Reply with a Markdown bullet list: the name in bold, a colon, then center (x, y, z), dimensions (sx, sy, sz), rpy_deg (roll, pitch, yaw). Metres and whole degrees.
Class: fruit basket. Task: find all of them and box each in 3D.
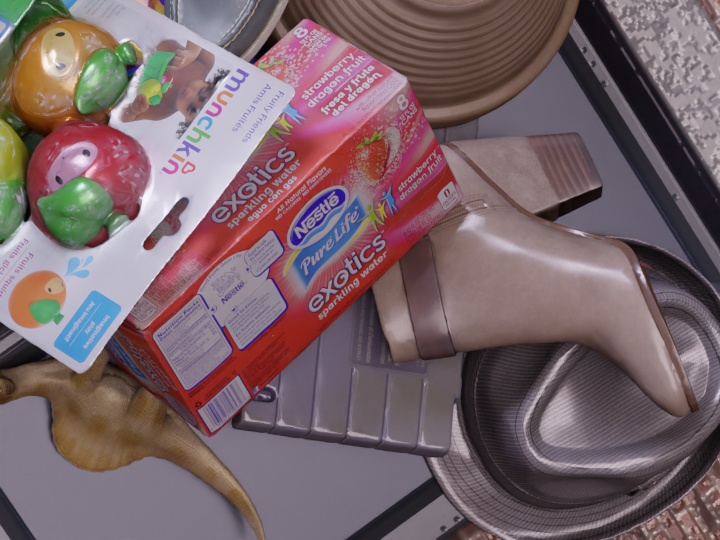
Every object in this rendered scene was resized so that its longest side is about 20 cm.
- **fruit basket**: center (-0.161, -0.066, 1.500), dimensions (0.186, 0.200, 0.094), rpy_deg (-53, 144, -11)

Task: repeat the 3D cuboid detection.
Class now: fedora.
- **fedora**: center (0.136, 0.071, 1.667), dimensions (0.199, 0.090, 0.178), rpy_deg (-21, 96, -12)

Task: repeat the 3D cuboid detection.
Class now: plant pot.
- **plant pot**: center (0.036, -0.184, 1.623), dimensions (0.200, 0.093, 0.202), rpy_deg (2, 83, -13)

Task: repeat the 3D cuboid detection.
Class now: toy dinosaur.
- **toy dinosaur**: center (-0.125, 0.073, 1.634), dimensions (0.199, 0.058, 0.101), rpy_deg (27, 99, -13)

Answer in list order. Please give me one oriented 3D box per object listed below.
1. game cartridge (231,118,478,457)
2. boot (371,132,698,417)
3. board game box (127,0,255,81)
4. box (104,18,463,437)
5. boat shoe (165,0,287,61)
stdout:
- **game cartridge**: center (0.000, 0.000, 1.646), dimensions (0.129, 0.038, 0.201), rpy_deg (10, 76, -18)
- **boot**: center (0.082, 0.016, 1.597), dimensions (0.146, 0.070, 0.201), rpy_deg (-22, 65, -3)
- **board game box**: center (-0.133, -0.156, 1.621), dimensions (0.134, 0.045, 0.201), rpy_deg (-8, 93, -13)
- **box**: center (-0.055, -0.024, 1.550), dimensions (0.200, 0.095, 0.100), rpy_deg (-44, 138, -14)
- **boat shoe**: center (-0.065, -0.204, 1.564), dimensions (0.072, 0.062, 0.201), rpy_deg (17, 83, 19)
